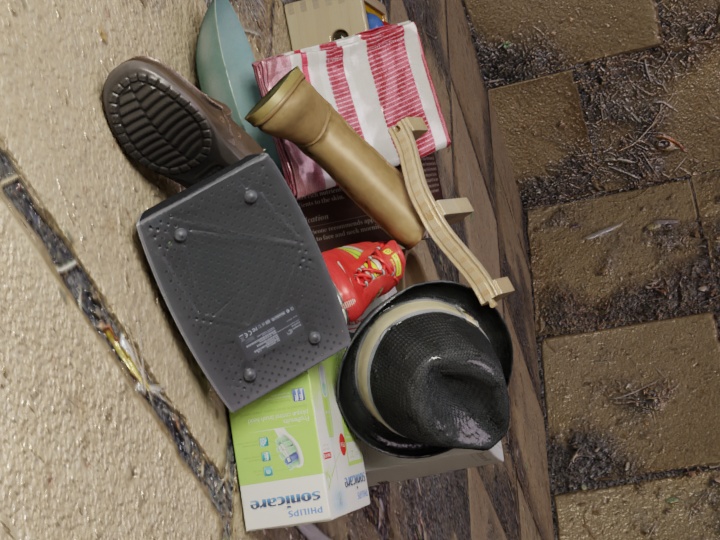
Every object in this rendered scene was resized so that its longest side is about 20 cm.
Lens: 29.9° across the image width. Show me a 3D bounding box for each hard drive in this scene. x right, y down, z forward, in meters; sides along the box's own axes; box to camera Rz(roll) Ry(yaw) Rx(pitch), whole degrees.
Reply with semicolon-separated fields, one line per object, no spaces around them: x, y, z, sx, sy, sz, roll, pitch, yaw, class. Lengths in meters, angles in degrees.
-0.098;0.009;1.128;0.042;0.135;0.200;43;-20;56;hard drive

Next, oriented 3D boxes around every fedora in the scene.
0.078;0.110;1.257;0.092;0.200;0.201;43;-23;54;fedora

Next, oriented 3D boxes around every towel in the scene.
-0.005;-0.169;1.392;0.023;0.200;0.145;-5;-77;61;towel

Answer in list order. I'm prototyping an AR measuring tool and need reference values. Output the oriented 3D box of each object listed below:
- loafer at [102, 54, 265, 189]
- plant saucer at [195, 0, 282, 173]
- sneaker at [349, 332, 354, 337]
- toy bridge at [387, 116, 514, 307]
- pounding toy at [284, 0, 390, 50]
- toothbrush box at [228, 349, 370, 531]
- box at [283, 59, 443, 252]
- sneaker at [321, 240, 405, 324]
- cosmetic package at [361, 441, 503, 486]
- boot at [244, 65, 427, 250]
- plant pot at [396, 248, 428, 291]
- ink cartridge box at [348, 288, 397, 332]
-0.141;-0.113;1.122;0.200;0.073;0.071;46;23;-43;loafer
-0.124;-0.168;1.314;0.201;0.039;0.202;-16;90;-83;plant saucer
0.012;0.105;1.369;0.074;0.199;0.080;68;25;-56;sneaker
0.080;-0.054;1.270;0.067;0.027;0.200;-8;68;-59;toy bridge
0.010;-0.250;1.752;0.184;0.142;0.201;-10;89;-77;pounding toy
-0.061;0.133;1.266;0.146;0.086;0.201;18;63;-75;toothbrush box
-0.006;-0.121;1.528;0.164;0.165;0.201;-21;100;-77;box
0.000;0.000;1.274;0.200;0.085;0.077;-60;125;-79;sneaker
0.043;0.175;1.418;0.113;0.199;0.081;41;40;-69;cosmetic package
-0.009;-0.101;1.267;0.200;0.066;0.175;45;14;-5;boot
0.040;0.079;1.725;0.201;0.092;0.202;-12;90;-78;plant pot
-0.009;0.067;1.471;0.068;0.116;0.200;-87;162;-48;ink cartridge box
